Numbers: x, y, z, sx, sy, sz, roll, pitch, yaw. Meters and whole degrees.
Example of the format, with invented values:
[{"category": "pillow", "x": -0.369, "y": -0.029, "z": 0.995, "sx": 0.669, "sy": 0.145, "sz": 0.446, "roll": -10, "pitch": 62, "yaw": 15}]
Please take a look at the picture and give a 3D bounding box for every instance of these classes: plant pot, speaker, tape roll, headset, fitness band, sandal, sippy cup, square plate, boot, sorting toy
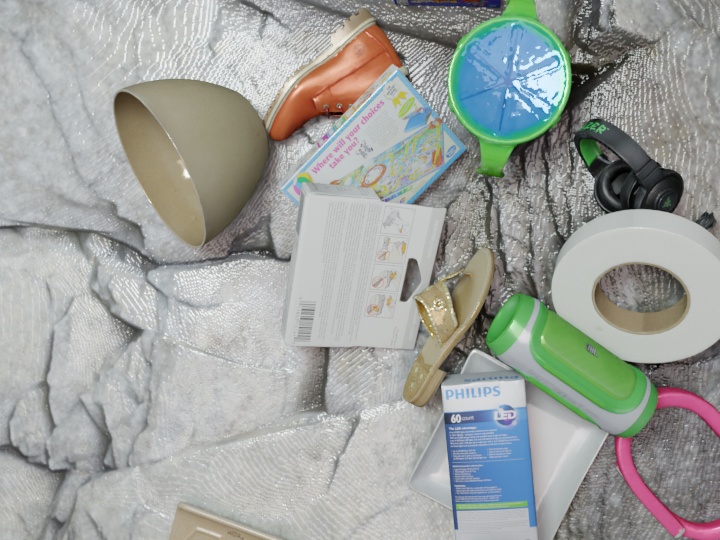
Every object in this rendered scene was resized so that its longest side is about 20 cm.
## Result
[{"category": "plant pot", "x": -0.190, "y": -0.148, "z": 0.905, "sx": 0.133, "sy": 0.200, "sz": 0.202, "roll": -32, "pitch": 90, "yaw": -26}, {"category": "speaker", "x": 0.248, "y": 0.112, "z": 0.876, "sx": 0.198, "sy": 0.089, "sz": 0.089, "roll": 34, "pitch": 99, "yaw": -4}, {"category": "tape roll", "x": 0.319, "y": 0.023, "z": 0.847, "sx": 0.199, "sy": 0.037, "sz": 0.205, "roll": 15, "pitch": 135, "yaw": 15}, {"category": "headset", "x": 0.330, "y": -0.100, "z": 0.856, "sx": 0.094, "sy": 0.124, "sz": 0.201, "roll": -41, "pitch": 106, "yaw": 1}, {"category": "fitness band", "x": 0.401, "y": 0.239, "z": 0.910, "sx": 0.143, "sy": 0.037, "sz": 0.201, "roll": -42, "pitch": 89, "yaw": 9}, {"category": "sandal", "x": 0.089, "y": 0.057, "z": 0.903, "sx": 0.069, "sy": 0.078, "sz": 0.215, "roll": 25, "pitch": 91, "yaw": -19}, {"category": "sippy cup", "x": 0.168, "y": -0.210, "z": 0.858, "sx": 0.140, "sy": 0.130, "sz": 0.178, "roll": 45, "pitch": 100, "yaw": 2}, {"category": "square plate", "x": 0.187, "y": 0.231, "z": 0.946, "sx": 0.195, "sy": 0.028, "sz": 0.203, "roll": 26, "pitch": 98, "yaw": 5}, {"category": "boot", "x": -0.033, "y": -0.215, "z": 0.920, "sx": 0.199, "sy": 0.075, "sz": 0.108, "roll": -41, "pitch": 93, "yaw": 9}, {"category": "sorting toy", "x": -0.186, "y": 0.431, "z": 1.020, "sx": 0.182, "sy": 0.036, "sz": 0.204, "roll": 17, "pitch": 102, "yaw": 7}]

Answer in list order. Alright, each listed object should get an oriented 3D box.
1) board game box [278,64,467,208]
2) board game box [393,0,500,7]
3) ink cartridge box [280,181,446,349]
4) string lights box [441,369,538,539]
[{"category": "board game box", "x": 0.015, "y": -0.129, "z": 0.911, "sx": 0.200, "sy": 0.034, "sz": 0.134, "roll": -43, "pitch": 113, "yaw": 9}, {"category": "board game box", "x": 0.111, "y": -0.427, "z": 0.891, "sx": 0.132, "sy": 0.045, "sz": 0.204, "roll": 5, "pitch": 96, "yaw": 8}, {"category": "ink cartridge box", "x": 0.000, "y": 0.000, "z": 0.919, "sx": 0.173, "sy": 0.045, "sz": 0.204, "roll": 4, "pitch": 115, "yaw": -17}, {"category": "string lights box", "x": 0.157, "y": 0.230, "z": 0.906, "sx": 0.101, "sy": 0.059, "sz": 0.204, "roll": -5, "pitch": 94, "yaw": 9}]
